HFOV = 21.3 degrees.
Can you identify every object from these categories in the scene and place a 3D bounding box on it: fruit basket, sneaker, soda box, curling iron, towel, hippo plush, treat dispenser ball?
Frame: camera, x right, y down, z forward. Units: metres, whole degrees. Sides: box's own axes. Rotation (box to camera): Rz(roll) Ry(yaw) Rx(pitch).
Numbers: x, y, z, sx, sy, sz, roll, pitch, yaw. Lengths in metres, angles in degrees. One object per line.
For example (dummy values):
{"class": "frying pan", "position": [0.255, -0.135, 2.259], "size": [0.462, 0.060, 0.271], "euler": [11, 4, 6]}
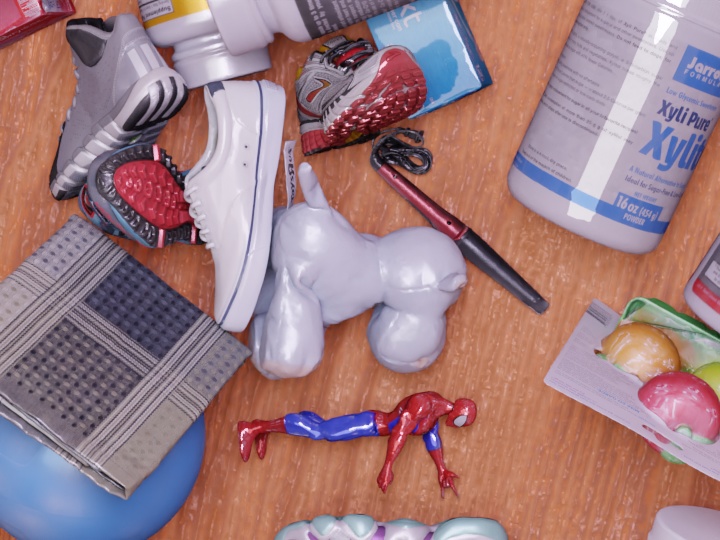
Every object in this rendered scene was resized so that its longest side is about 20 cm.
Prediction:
{"class": "fruit basket", "position": [0.237, 0.101, 1.458], "size": [0.184, 0.200, 0.094], "euler": [28, 118, 7]}
{"class": "sneaker", "position": [-0.187, -0.051, 1.534], "size": [0.095, 0.200, 0.080], "euler": [-3, 82, 14]}
{"class": "soda box", "position": [-0.346, -0.205, 1.617], "size": [0.199, 0.070, 0.064], "euler": [-23, 92, 16]}
{"class": "sneaker", "position": [-0.012, -0.145, 1.491], "size": [0.077, 0.200, 0.083], "euler": [-15, 88, -22]}
{"class": "curling iron", "position": [0.082, -0.040, 1.561], "size": [0.050, 0.026, 0.200], "euler": [-42, 87, 18]}
{"class": "towel", "position": [-0.206, 0.066, 1.482], "size": [0.192, 0.200, 0.035], "euler": [37, 133, 4]}
{"class": "hippo plush", "position": [0.000, 0.000, 1.550], "size": [0.160, 0.159, 0.201], "euler": [6, 106, -14]}
{"class": "sneaker", "position": [-0.216, -0.146, 1.574], "size": [0.200, 0.075, 0.116], "euler": [-39, 76, 47]}
{"class": "soda box", "position": [0.034, -0.226, 1.526], "size": [0.067, 0.064, 0.201], "euler": [-22, 93, 15]}
{"class": "sneaker", "position": [-0.107, -0.053, 1.522], "size": [0.070, 0.073, 0.202], "euler": [6, 90, -14]}
{"class": "treat dispenser ball", "position": [-0.227, 0.134, 1.570], "size": [0.199, 0.201, 0.202], "euler": [2, 99, 13]}
{"class": "sneaker", "position": [0.022, 0.274, 1.576], "size": [0.198, 0.078, 0.141], "euler": [-2, 76, 14]}

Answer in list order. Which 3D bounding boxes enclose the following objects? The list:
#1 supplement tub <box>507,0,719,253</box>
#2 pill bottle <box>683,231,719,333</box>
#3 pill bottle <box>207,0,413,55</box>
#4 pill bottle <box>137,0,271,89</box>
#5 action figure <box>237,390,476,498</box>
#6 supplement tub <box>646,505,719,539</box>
{"class": "supplement tub", "position": [0.206, -0.127, 1.458], "size": [0.131, 0.132, 0.201], "euler": [26, 104, 9]}
{"class": "pill bottle", "position": [0.343, -0.034, 1.455], "size": [0.114, 0.114, 0.201], "euler": [33, 104, 7]}
{"class": "pill bottle", "position": [-0.020, -0.240, 1.427], "size": [0.199, 0.114, 0.115], "euler": [-20, 93, 4]}
{"class": "pill bottle", "position": [-0.132, -0.251, 1.539], "size": [0.109, 0.109, 0.201], "euler": [-13, 95, 15]}
{"class": "action figure", "position": [0.005, 0.154, 1.589], "size": [0.199, 0.065, 0.100], "euler": [-13, 87, 16]}
{"class": "supplement tub", "position": [0.268, 0.302, 1.513], "size": [0.131, 0.132, 0.201], "euler": [17, 101, 10]}
